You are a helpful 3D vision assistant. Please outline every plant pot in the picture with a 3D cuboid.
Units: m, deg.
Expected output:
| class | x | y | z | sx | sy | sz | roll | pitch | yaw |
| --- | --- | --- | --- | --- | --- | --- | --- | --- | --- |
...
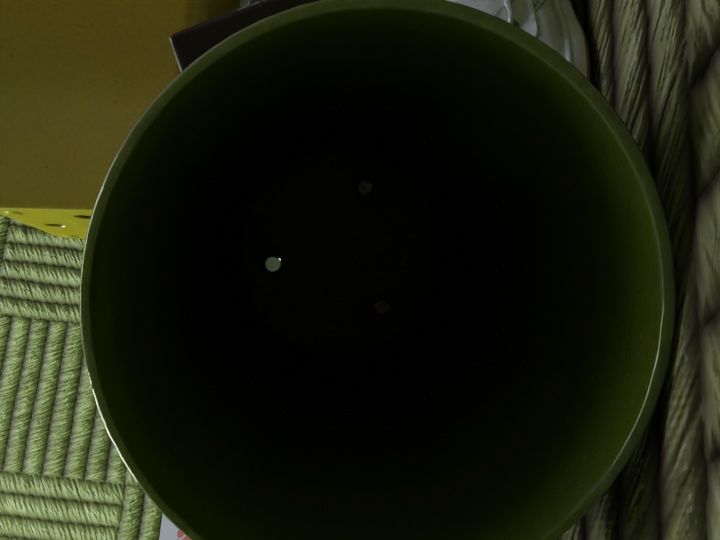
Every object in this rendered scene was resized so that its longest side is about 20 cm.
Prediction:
| class | x | y | z | sx | sy | sz | roll | pitch | yaw |
| --- | --- | --- | --- | --- | --- | --- | --- | --- | --- |
| plant pot | 0.000 | 0.001 | 0.510 | 0.200 | 0.184 | 0.190 | -124 | 41 | -83 |
| plant pot | -0.184 | -0.119 | 1.014 | 0.200 | 0.197 | 0.179 | 35 | -124 | -77 |

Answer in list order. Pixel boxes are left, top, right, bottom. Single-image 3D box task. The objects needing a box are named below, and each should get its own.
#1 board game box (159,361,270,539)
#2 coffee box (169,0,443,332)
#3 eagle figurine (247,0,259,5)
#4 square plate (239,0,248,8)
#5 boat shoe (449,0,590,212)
| class | x | y | z | sx | sy | sz | roll | pitch | yaw |
| --- | --- | --- | --- | --- | --- | --- | --- | --- | --- |
| board game box | -0.013 | 0.157 | 0.606 | 0.200 | 0.046 | 0.153 | 46 | -144 | -41 |
| coffee box | -0.007 | -0.036 | 0.650 | 0.080 | 0.113 | 0.202 | -105 | -4 | -78 |
| eagle figurine | -0.005 | -0.153 | 0.990 | 0.200 | 0.149 | 0.154 | 31 | -104 | -87 |
| square plate | -0.059 | -0.138 | 1.084 | 0.198 | 0.028 | 0.203 | -38 | -47 | -72 |
| boat shoe | 0.062 | -0.099 | 0.608 | 0.071 | 0.068 | 0.202 | 106 | 169 | -51 |
